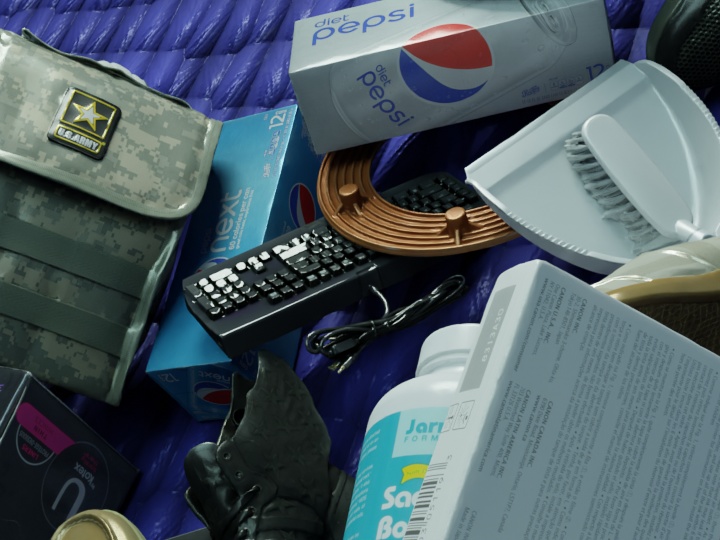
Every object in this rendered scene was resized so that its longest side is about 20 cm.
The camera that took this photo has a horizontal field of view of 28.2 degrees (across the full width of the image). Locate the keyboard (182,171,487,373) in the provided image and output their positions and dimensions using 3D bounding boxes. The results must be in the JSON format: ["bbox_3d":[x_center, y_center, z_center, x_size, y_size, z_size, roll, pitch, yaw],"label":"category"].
[{"bbox_3d":[0.000,0.000,0.848,0.198,0.021,0.127,-25,43,-22],"label":"keyboard"}]

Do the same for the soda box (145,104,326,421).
[{"bbox_3d":[-0.072,-0.007,0.930,0.067,0.064,0.202,-9,51,28],"label":"soda box"}]

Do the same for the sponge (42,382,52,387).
[{"bbox_3d":[-0.274,-0.009,0.992,0.110,0.203,0.030,-14,6,25],"label":"sponge"}]

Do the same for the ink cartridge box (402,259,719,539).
[{"bbox_3d":[0.124,0.112,0.632,0.050,0.198,0.163,-25,40,65],"label":"ink cartridge box"}]

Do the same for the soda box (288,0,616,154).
[{"bbox_3d":[0.057,-0.136,0.896,0.197,0.064,0.069,-11,37,11],"label":"soda box"}]

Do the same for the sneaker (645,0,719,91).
[{"bbox_3d":[0.262,-0.150,0.813,0.197,0.077,0.115,-26,38,6],"label":"sneaker"}]

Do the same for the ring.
[{"bbox_3d":[0.066,-0.079,0.890,0.197,0.019,0.202,-12,36,9],"label":"ring"}]

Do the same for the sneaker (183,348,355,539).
[{"bbox_3d":[-0.060,0.134,0.754,0.060,0.104,0.200,-48,5,40],"label":"sneaker"}]

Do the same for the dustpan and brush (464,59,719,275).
[{"bbox_3d":[0.168,-0.028,0.782,0.139,0.057,0.201,-34,73,-16],"label":"dustpan and brush"}]

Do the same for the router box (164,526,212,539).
[{"bbox_3d":[-0.146,0.242,0.783,0.198,0.052,0.159,-20,46,20],"label":"router box"}]

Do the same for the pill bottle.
[{"bbox_3d":[0.047,0.129,0.704,0.109,0.111,0.202,-8,51,28],"label":"pill bottle"}]

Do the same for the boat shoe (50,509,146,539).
[{"bbox_3d":[-0.136,0.196,0.728,0.073,0.063,0.201,-31,43,9],"label":"boat shoe"}]

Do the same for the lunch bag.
[{"bbox_3d":[-0.192,-0.038,0.905,0.118,0.162,0.203,-170,100,-79],"label":"lunch bag"}]

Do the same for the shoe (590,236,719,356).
[{"bbox_3d":[0.166,0.022,0.705,0.197,0.071,0.053,-16,21,-7],"label":"shoe"}]

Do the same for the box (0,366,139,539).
[{"bbox_3d":[-0.260,0.126,0.905,0.198,0.123,0.107,7,59,36],"label":"box"}]

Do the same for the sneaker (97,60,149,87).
[{"bbox_3d":[-0.222,-0.065,1.018,0.199,0.147,0.081,-35,43,2],"label":"sneaker"}]
